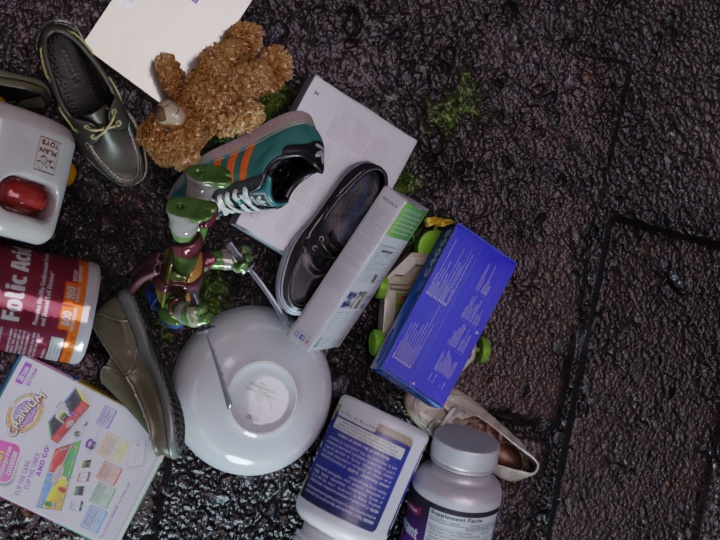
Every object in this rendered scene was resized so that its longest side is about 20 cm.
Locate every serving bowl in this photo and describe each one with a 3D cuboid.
[{"bbox_3d":[-0.122,0.145,1.393,0.197,0.066,0.204,-1,93,-18],"label":"serving bowl"}]

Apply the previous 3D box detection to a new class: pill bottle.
[{"bbox_3d":[0.109,0.295,1.427,0.110,0.111,0.203,6,105,-18],"label":"pill bottle"},{"bbox_3d":[-0.009,0.262,1.405,0.118,0.119,0.203,26,84,-17],"label":"pill bottle"},{"bbox_3d":[-0.388,0.027,1.274,0.197,0.114,0.116,12,88,-19],"label":"pill bottle"}]

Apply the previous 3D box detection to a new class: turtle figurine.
[{"bbox_3d":[-0.152,-0.001,1.289,0.143,0.199,0.196,-29,142,-37],"label":"turtle figurine"}]

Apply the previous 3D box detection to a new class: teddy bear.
[{"bbox_3d":[-0.165,-0.201,1.319,0.198,0.067,0.146,-28,76,-12],"label":"teddy bear"}]

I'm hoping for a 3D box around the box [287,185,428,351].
[{"bbox_3d":[0.000,0.000,1.360,0.036,0.144,0.201,36,96,11],"label":"box"}]

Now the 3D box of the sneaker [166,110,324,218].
[{"bbox_3d":[-0.129,-0.097,1.329,0.198,0.081,0.071,-31,145,12],"label":"sneaker"}]

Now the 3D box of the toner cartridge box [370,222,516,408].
[{"bbox_3d":[0.100,0.054,1.427,0.094,0.043,0.202,33,77,-13],"label":"toner cartridge box"}]

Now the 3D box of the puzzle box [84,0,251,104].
[{"bbox_3d":[-0.212,-0.298,1.367,0.132,0.025,0.202,35,81,-16],"label":"puzzle box"}]

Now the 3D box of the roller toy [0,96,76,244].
[{"bbox_3d":[-0.392,-0.113,1.232,0.197,0.182,0.142,15,87,-18],"label":"roller toy"}]

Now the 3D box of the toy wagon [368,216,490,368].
[{"bbox_3d":[0.088,0.036,1.467,0.153,0.039,0.204,5,85,-19],"label":"toy wagon"}]

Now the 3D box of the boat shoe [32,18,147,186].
[{"bbox_3d":[-0.297,-0.179,1.313,0.071,0.060,0.204,-28,109,-5],"label":"boat shoe"}]

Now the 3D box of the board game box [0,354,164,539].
[{"bbox_3d":[-0.329,0.202,1.339,0.198,0.040,0.155,31,83,-17],"label":"board game box"}]

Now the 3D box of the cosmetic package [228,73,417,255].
[{"bbox_3d":[-0.044,-0.106,1.415,0.150,0.052,0.202,31,83,-18],"label":"cosmetic package"}]

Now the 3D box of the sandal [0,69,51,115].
[{"bbox_3d":[-0.432,-0.218,1.281,0.198,0.080,0.058,15,63,-21],"label":"sandal"}]

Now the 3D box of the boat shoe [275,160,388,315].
[{"bbox_3d":[-0.028,-0.037,1.363,0.070,0.066,0.201,37,82,-15],"label":"boat shoe"}]

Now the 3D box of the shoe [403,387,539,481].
[{"bbox_3d":[0.142,0.200,1.485,0.199,0.053,0.071,34,81,-14],"label":"shoe"}]

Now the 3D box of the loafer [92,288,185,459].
[{"bbox_3d":[-0.252,0.123,1.332,0.069,0.075,0.202,-22,72,-3],"label":"loafer"}]
